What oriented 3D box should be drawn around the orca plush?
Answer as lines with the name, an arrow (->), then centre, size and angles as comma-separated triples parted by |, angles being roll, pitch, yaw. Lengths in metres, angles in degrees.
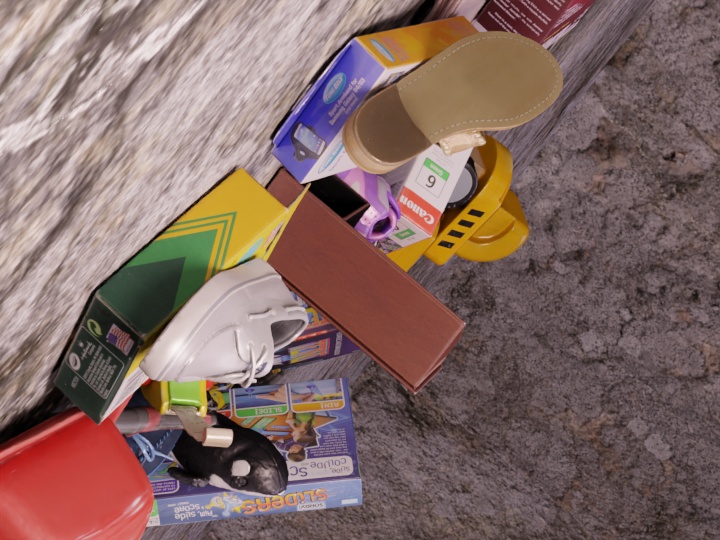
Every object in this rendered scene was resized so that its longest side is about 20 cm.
orca plush -> -0.135, 0.129, 1.752 | 0.105, 0.200, 0.071 | -8, 116, -30

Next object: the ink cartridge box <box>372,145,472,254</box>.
ink cartridge box -> 0.035, -0.060, 1.846 | 0.109, 0.050, 0.201 | -21, -140, 59

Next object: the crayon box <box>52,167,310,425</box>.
crayon box -> -0.128, 0.009, 1.436 | 0.200, 0.051, 0.127 | -44, 172, -39

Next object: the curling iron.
curling iron -> -0.184, 0.118, 1.592 | 0.200, 0.049, 0.026 | -4, 109, -57

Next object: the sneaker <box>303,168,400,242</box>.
sneaker -> -0.005, -0.060, 1.754 | 0.081, 0.088, 0.200 | -51, 177, 4

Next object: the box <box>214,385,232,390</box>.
box -> -0.178, 0.134, 1.957 | 0.200, 0.048, 0.117 | -48, 175, 9

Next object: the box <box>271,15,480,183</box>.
box -> 0.013, -0.131, 1.522 | 0.119, 0.041, 0.200 | -52, 166, 29

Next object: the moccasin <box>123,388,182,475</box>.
moccasin -> -0.211, 0.156, 1.661 | 0.200, 0.080, 0.068 | -48, 170, -24

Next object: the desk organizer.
desk organizer -> 0.000, 0.000, 1.624 | 0.077, 0.200, 0.072 | -53, 173, 24

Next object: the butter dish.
butter dish -> -0.226, 0.209, 1.463 | 0.200, 0.148, 0.199 | -52, 166, 33

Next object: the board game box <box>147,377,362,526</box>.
board game box -> -0.103, 0.163, 1.806 | 0.136, 0.199, 0.035 | -98, -176, -50

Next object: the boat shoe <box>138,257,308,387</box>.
boat shoe -> -0.089, 0.047, 1.379 | 0.072, 0.068, 0.200 | -50, 174, 14

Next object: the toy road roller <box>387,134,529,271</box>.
toy road roller -> 0.078, -0.052, 2.007 | 0.200, 0.146, 0.123 | -46, -154, 20

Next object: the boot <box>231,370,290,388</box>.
boot -> -0.087, 0.071, 2.115 | 0.204, 0.073, 0.154 | -48, 177, -15

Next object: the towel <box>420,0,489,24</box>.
towel -> 0.126, -0.274, 1.613 | 0.200, 0.032, 0.191 | -45, 174, -35

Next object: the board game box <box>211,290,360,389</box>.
board game box -> -0.071, 0.053, 1.770 | 0.164, 0.057, 0.200 | -13, 171, -3

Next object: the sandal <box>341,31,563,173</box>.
sandal -> 0.056, -0.119, 1.496 | 0.211, 0.078, 0.070 | -26, 177, -38

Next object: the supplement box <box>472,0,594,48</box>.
supplement box -> 0.182, -0.265, 1.630 | 0.109, 0.061, 0.200 | -41, 171, -45

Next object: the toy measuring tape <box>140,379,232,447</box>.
toy measuring tape -> -0.137, 0.080, 1.566 | 0.074, 0.074, 0.200 | -48, -156, -5
